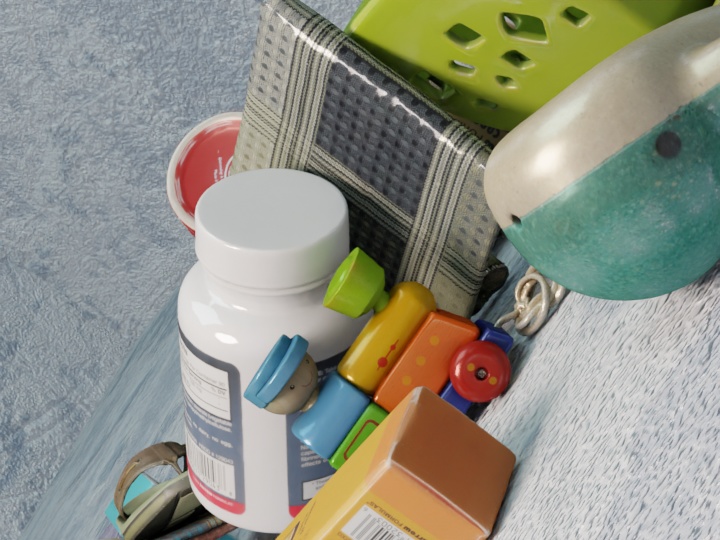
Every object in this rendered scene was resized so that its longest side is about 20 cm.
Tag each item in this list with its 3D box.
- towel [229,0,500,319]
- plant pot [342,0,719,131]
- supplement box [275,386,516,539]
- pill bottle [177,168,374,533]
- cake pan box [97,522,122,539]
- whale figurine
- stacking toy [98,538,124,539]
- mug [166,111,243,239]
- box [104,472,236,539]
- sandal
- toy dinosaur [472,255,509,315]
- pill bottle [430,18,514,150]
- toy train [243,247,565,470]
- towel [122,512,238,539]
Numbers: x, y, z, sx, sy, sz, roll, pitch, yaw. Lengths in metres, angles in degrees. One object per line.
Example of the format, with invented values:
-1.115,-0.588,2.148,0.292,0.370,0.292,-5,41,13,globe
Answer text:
0.004,-0.050,1.252,0.035,0.192,0.201,-42,-18,-34,towel
0.132,-0.180,1.193,0.201,0.181,0.199,-59,8,-27,plant pot
-0.006,0.151,1.066,0.200,0.069,0.067,-48,9,36,supplement box
-0.050,0.047,1.265,0.120,0.119,0.201,-65,-21,-53,pill bottle
-0.254,0.317,1.961,0.185,0.052,0.200,-55,7,18,cake pan box
0.154,-0.060,0.953,0.199,0.104,0.159,-32,-2,-20,whale figurine
-0.190,0.274,1.668,0.086,0.085,0.200,-55,13,-3,stacking toy
-0.064,-0.031,1.752,0.133,0.178,0.200,-42,-27,-1,mug
-0.158,0.207,1.705,0.049,0.082,0.200,-56,7,-7,box
-0.142,0.151,1.456,0.079,0.058,0.201,-23,-1,-18,sandal
0.000,0.000,1.365,0.199,0.089,0.047,-8,25,43,toy dinosaur
0.063,-0.081,1.448,0.201,0.114,0.114,-58,8,-21,pill bottle
0.032,0.026,1.174,0.201,0.115,0.085,-55,8,2,toy train
-0.108,0.180,1.485,0.146,0.022,0.200,-23,-1,-17,towel
